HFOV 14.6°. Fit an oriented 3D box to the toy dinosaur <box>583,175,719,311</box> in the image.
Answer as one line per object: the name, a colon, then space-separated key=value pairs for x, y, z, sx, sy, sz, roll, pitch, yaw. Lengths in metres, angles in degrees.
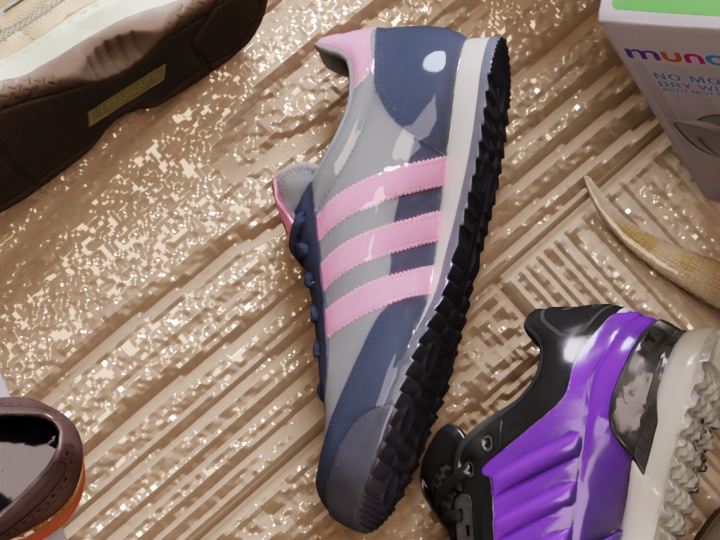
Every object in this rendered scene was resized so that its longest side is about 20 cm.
toy dinosaur: x=0.177 y=0.026 z=1.095 sx=0.199 sy=0.058 sz=0.102 roll=10 pitch=70 yaw=18

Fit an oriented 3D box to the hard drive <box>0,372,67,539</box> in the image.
hard drive: x=-0.203 y=0.046 z=1.054 sx=0.131 sy=0.027 sz=0.201 roll=-21 pitch=80 yaw=-11

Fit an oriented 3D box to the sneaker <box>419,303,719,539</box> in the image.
sneaker: x=0.064 y=0.105 z=1.054 sx=0.099 sy=0.070 sz=0.201 roll=18 pitch=82 yaw=18

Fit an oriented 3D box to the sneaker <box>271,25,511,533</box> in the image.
sneaker: x=0.000 y=0.000 z=1.078 sx=0.082 sy=0.070 sz=0.201 roll=11 pitch=71 yaw=13

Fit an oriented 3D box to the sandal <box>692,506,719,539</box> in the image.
sandal: x=0.144 y=0.152 z=1.021 sx=0.080 sy=0.054 sz=0.200 roll=45 pitch=43 yaw=-8

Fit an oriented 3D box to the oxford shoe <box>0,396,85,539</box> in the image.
oxford shoe: x=-0.192 y=0.092 z=0.992 sx=0.199 sy=0.073 sz=0.071 roll=-26 pitch=81 yaw=-12

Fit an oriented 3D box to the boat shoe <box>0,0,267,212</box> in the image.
boat shoe: x=-0.132 y=-0.079 z=1.072 sx=0.200 sy=0.072 sz=0.076 roll=-31 pitch=64 yaw=-32

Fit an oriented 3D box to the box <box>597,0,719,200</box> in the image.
box: x=0.209 y=-0.092 z=1.026 sx=0.199 sy=0.176 sz=0.097 roll=7 pitch=73 yaw=22
